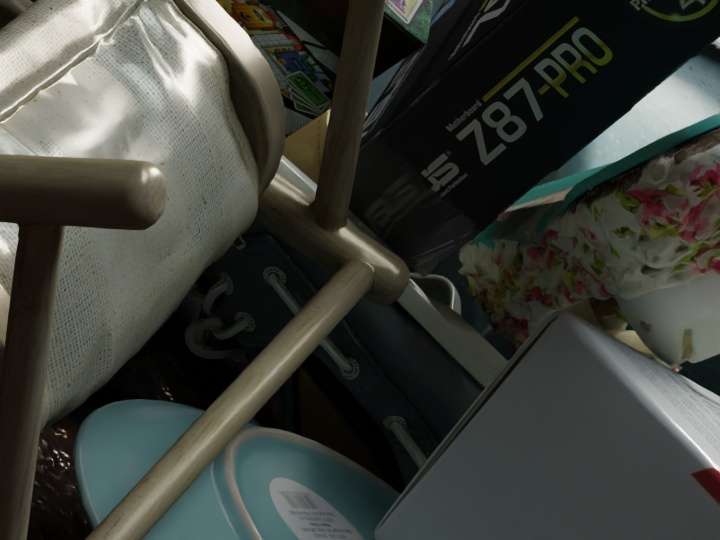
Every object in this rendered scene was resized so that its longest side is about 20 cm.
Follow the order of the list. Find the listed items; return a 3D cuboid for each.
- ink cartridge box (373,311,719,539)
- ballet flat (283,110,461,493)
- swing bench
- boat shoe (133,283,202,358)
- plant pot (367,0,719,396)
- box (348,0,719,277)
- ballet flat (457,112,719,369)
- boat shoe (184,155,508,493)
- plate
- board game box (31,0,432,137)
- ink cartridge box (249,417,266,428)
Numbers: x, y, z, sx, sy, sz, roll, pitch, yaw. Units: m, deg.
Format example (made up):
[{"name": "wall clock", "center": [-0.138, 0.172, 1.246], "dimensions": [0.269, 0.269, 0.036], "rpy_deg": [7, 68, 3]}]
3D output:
[{"name": "ink cartridge box", "center": [0.121, 0.110, 0.769], "dimensions": [0.200, 0.083, 0.146], "rpy_deg": [28, 15, -49]}, {"name": "ballet flat", "center": [0.000, 0.000, 0.930], "dimensions": [0.069, 0.063, 0.200], "rpy_deg": [54, 24, -64]}, {"name": "swing bench", "center": [-0.104, -0.037, 0.706], "dimensions": [0.200, 0.130, 0.199], "rpy_deg": [21, 32, 15]}, {"name": "boat shoe", "center": [-0.076, -0.002, 0.898], "dimensions": [0.066, 0.070, 0.200], "rpy_deg": [43, 10, 12]}, {"name": "plant pot", "center": [0.084, 0.008, 1.015], "dimensions": [0.196, 0.196, 0.200], "rpy_deg": [36, 29, -16]}, {"name": "box", "center": [0.085, -0.104, 0.845], "dimensions": [0.049, 0.161, 0.200], "rpy_deg": [42, 42, -8]}, {"name": "ballet flat", "center": [0.083, -0.004, 0.798], "dimensions": [0.200, 0.076, 0.064], "rpy_deg": [157, -89, -77]}, {"name": "boat shoe", "center": [-0.020, 0.010, 0.838], "dimensions": [0.200, 0.062, 0.073], "rpy_deg": [42, -1, -7]}, {"name": "plate", "center": [0.010, 0.096, 0.745], "dimensions": [0.200, 0.026, 0.200], "rpy_deg": [39, 15, -12]}, {"name": "board game box", "center": [-0.084, -0.109, 0.836], "dimensions": [0.200, 0.105, 0.023], "rpy_deg": [39, 45, -25]}, {"name": "ink cartridge box", "center": [0.014, 0.138, 0.767], "dimensions": [0.198, 0.043, 0.200], "rpy_deg": [40, 15, -4]}]
